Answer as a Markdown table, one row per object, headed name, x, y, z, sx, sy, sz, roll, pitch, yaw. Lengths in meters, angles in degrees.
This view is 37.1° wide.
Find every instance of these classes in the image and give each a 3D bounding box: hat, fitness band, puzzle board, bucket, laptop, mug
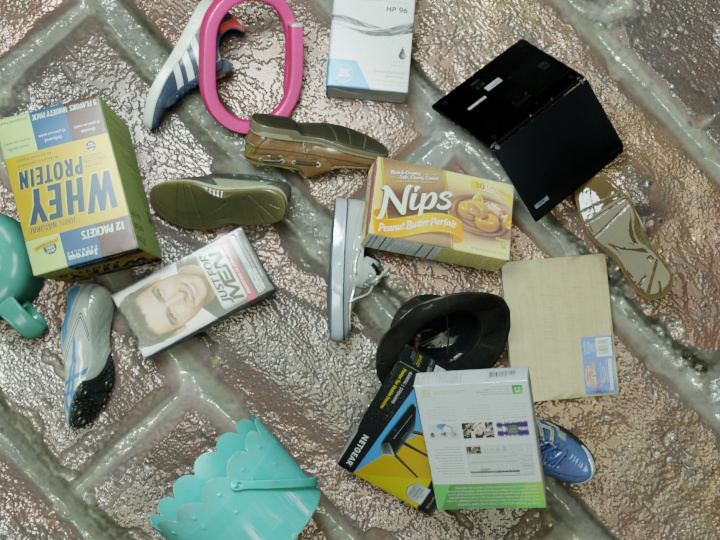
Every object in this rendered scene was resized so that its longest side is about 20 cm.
| name | x | y | z | sx | sy | sz | roll | pitch | yaw |
| --- | --- | --- | --- | --- | --- | --- | --- | --- | --- |
| hat | 0.102 | 0.081 | 1.466 | 0.201 | 0.201 | 0.081 | -26 | 43 | -4 |
| fitness band | -0.150 | -0.287 | 1.471 | 0.144 | 0.037 | 0.200 | -6 | 112 | -23 |
| puzzle board | 0.279 | 0.082 | 1.512 | 0.151 | 0.017 | 0.200 | -5 | 87 | -3 |
| bucket | -0.158 | 0.302 | 1.392 | 0.207 | 0.207 | 0.135 | -44 | 98 | -4 |
| laptop | 0.235 | -0.201 | 1.502 | 0.177 | 0.103 | 0.200 | -38 | 54 | -15 |
| mug | -0.499 | -0.003 | 1.442 | 0.185 | 0.114 | 0.152 | 18 | 85 | 0 |

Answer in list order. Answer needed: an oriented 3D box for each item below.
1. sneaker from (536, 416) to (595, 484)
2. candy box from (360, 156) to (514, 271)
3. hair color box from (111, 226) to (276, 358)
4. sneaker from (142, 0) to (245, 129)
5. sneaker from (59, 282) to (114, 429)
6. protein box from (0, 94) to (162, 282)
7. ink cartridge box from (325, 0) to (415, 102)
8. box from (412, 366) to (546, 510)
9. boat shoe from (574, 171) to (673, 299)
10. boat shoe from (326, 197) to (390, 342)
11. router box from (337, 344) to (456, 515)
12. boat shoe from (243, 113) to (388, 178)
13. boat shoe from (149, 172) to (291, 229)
| name | x | y | z | sx | sy | sz | roll | pitch | yaw |
| --- | --- | --- | --- | --- | --- | --- | --- | --- | --- |
| sneaker | 0.229 | 0.234 | 1.460 | 0.200 | 0.077 | 0.076 | 31 | 104 | 4 |
| candy box | 0.106 | -0.076 | 1.469 | 0.200 | 0.055 | 0.116 | 10 | 68 | -9 |
| hair color box | -0.227 | 0.031 | 1.476 | 0.200 | 0.061 | 0.099 | -28 | 88 | -3 |
| sneaker | -0.229 | -0.274 | 1.493 | 0.084 | 0.075 | 0.200 | 29 | 90 | -9 |
| sneaker | -0.381 | 0.115 | 1.469 | 0.072 | 0.072 | 0.200 | 7 | 92 | 33 |
| protein box | -0.364 | -0.099 | 1.411 | 0.135 | 0.199 | 0.200 | -15 | 87 | -3 |
| ink cartridge box | 0.016 | -0.345 | 1.506 | 0.116 | 0.068 | 0.200 | 4 | 85 | -2 |
| box | 0.154 | 0.216 | 1.362 | 0.144 | 0.036 | 0.200 | -4 | 116 | 14 |
| boat shoe | 0.366 | -0.047 | 1.507 | 0.073 | 0.063 | 0.200 | -30 | 84 | 12 |
| boat shoe | 0.000 | 0.000 | 1.485 | 0.086 | 0.075 | 0.202 | 4 | 76 | -5 |
| router box | 0.078 | 0.214 | 1.428 | 0.149 | 0.051 | 0.200 | 28 | 120 | 0 |
| boat shoe | -0.063 | -0.166 | 1.498 | 0.200 | 0.072 | 0.068 | 12 | 117 | -10 |
| boat shoe | -0.190 | -0.100 | 1.485 | 0.201 | 0.066 | 0.072 | 2 | 116 | 17 |
